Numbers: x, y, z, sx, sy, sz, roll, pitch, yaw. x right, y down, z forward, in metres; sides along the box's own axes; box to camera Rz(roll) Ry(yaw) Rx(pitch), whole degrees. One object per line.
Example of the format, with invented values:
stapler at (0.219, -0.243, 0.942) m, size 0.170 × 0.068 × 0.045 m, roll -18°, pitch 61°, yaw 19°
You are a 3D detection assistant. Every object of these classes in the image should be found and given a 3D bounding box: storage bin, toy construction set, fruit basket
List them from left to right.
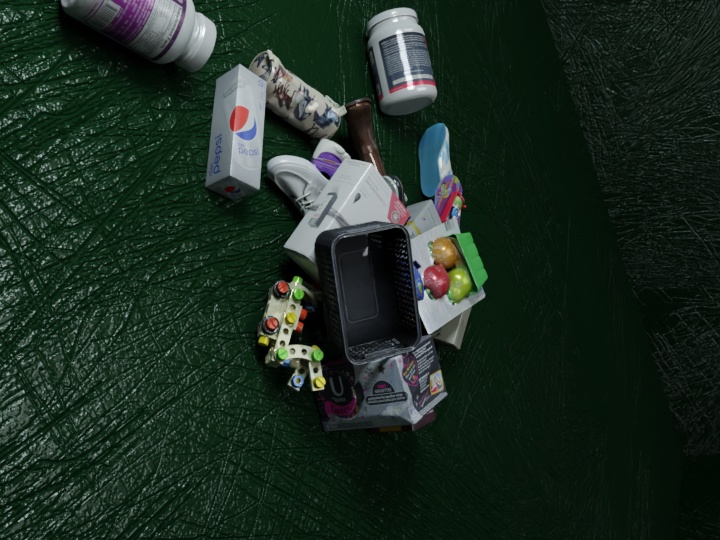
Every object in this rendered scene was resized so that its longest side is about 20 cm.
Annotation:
toy construction set at (-0.103, 0.091, 1.015) m, size 0.129 × 0.092 × 0.204 m, roll 23°, pitch 50°, yaw -19°
storage bin at (0.012, 0.031, 0.983) m, size 0.132 × 0.093 × 0.206 m, roll -12°, pitch 101°, yaw -20°
fruit basket at (0.167, 0.008, 1.284) m, size 0.197 × 0.093 × 0.189 m, roll -27°, pitch 94°, yaw -31°

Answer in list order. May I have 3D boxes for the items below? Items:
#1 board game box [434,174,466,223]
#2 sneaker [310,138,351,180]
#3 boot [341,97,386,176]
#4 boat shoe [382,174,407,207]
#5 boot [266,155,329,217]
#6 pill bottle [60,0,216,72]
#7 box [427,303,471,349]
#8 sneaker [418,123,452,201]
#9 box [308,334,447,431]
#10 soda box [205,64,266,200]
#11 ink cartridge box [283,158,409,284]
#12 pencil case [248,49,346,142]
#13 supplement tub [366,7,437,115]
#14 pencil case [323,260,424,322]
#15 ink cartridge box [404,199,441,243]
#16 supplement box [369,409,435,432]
board game box at (0.230, -0.132, 1.512) m, size 0.157 × 0.038 × 0.206 m, roll -18°, pitch 114°, yaw -55°
sneaker at (-0.040, -0.177, 1.217) m, size 0.084 × 0.080 × 0.200 m, roll -53°, pitch 138°, yaw -3°
boot at (0.022, -0.232, 1.246) m, size 0.186 × 0.063 × 0.205 m, roll 11°, pitch 62°, yaw -84°
boat shoe at (0.060, -0.132, 1.214) m, size 0.060 × 0.201 × 0.076 m, roll -31°, pitch 76°, yaw -18°
boot at (-0.087, -0.126, 1.107) m, size 0.198 × 0.073 × 0.098 m, roll 25°, pitch 44°, yaw -47°
pill bottle at (-0.307, -0.368, 0.873) m, size 0.198 × 0.110 × 0.116 m, roll 20°, pitch 64°, yaw -49°
box at (0.218, 0.070, 1.400) m, size 0.082 × 0.067 × 0.205 m, roll 42°, pitch 64°, yaw -66°
sneaker at (0.194, -0.270, 1.546) m, size 0.080 × 0.075 × 0.206 m, roll 25°, pitch 67°, yaw -53°
box at (0.028, 0.195, 1.065) m, size 0.131 × 0.197 × 0.118 m, roll -19°, pitch 93°, yaw -53°
soda box at (-0.202, -0.226, 1.004) m, size 0.063 × 0.067 × 0.206 m, roll 22°, pitch 63°, yaw -47°
ink cartridge box at (-0.021, -0.069, 1.079) m, size 0.202 × 0.084 × 0.146 m, roll -55°, pitch 130°, yaw -12°
pencil case at (-0.119, -0.318, 1.125) m, size 0.198 × 0.089 × 0.079 m, roll 27°, pitch 28°, yaw -45°
supplement tub at (0.092, -0.476, 1.414) m, size 0.139 × 0.138 × 0.206 m, roll -10°, pitch 87°, yaw -53°
pencil case at (0.023, 0.049, 1.111) m, size 0.088 × 0.197 × 0.078 m, roll 62°, pitch 23°, yaw 1°
ink cartridge box at (0.119, -0.041, 1.358) m, size 0.148 × 0.081 × 0.201 m, roll 63°, pitch 38°, yaw -19°
supplement box at (0.062, 0.200, 1.183) m, size 0.085 × 0.108 × 0.206 m, roll -6°, pitch 84°, yaw -52°
